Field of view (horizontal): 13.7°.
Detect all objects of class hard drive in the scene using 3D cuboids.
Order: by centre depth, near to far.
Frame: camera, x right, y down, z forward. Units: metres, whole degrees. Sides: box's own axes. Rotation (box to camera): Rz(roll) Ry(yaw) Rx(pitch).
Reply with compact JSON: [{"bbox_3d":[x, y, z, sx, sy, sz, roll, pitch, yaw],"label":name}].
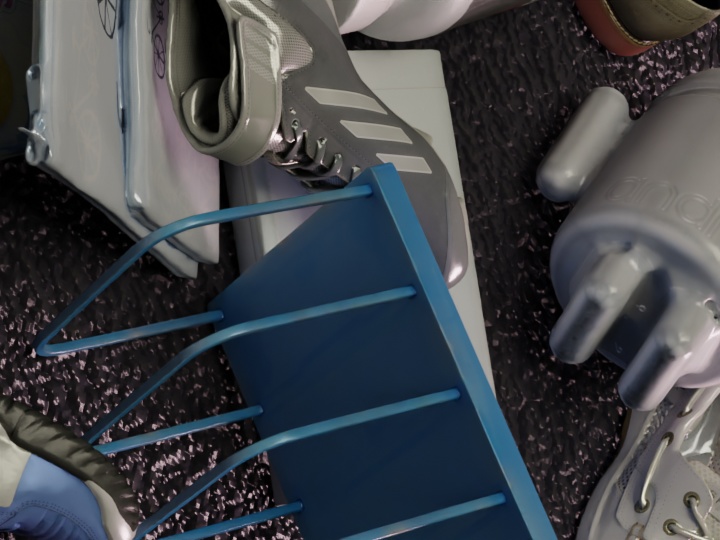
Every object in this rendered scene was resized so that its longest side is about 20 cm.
[{"bbox_3d":[0.000,0.000,1.366,0.132,0.026,0.200,-5,84,-43],"label":"hard drive"}]

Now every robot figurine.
[{"bbox_3d":[0.169,-0.022,1.467,0.170,0.113,0.200,36,53,2],"label":"robot figurine"}]

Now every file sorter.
[{"bbox_3d":[-0.029,0.083,1.213,0.123,0.139,0.200,-13,73,-39],"label":"file sorter"}]

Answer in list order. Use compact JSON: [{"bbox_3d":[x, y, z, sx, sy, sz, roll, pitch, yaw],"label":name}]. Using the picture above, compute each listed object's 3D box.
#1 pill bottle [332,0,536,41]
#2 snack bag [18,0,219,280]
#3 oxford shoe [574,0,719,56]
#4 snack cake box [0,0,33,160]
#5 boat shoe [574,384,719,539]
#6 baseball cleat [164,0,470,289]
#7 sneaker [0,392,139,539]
[{"bbox_3d":[0.038,-0.168,1.379,0.200,0.111,0.111,-22,96,-43],"label":"pill bottle"},{"bbox_3d":[-0.094,-0.109,1.236,0.200,0.021,0.189,43,46,-69],"label":"snack bag"},{"bbox_3d":[0.122,-0.206,1.490,0.070,0.075,0.200,-44,110,-39],"label":"oxford shoe"},{"bbox_3d":[-0.190,-0.139,1.190,0.115,0.067,0.200,-12,90,-43],"label":"snack cake box"},{"bbox_3d":[0.158,0.114,1.458,0.071,0.069,0.200,35,60,-34],"label":"boat shoe"},{"bbox_3d":[-0.026,-0.055,1.281,0.200,0.070,0.106,58,44,-19],"label":"baseball cleat"},{"bbox_3d":[-0.179,0.075,1.153,0.200,0.076,0.077,24,74,-22],"label":"sneaker"}]
